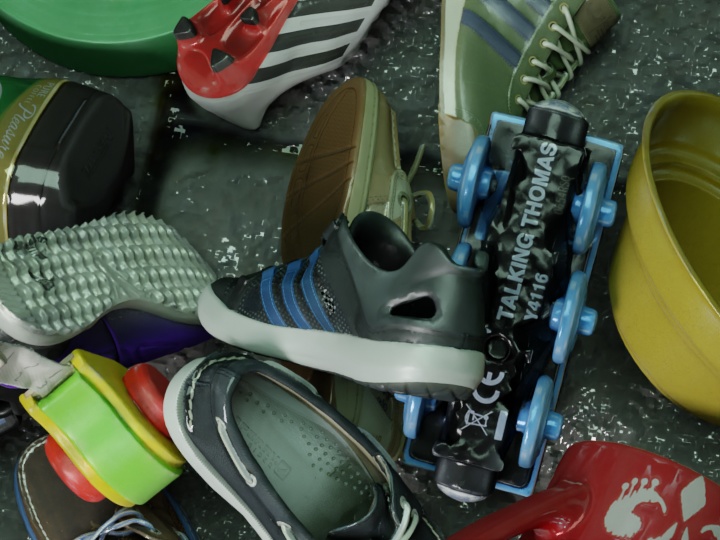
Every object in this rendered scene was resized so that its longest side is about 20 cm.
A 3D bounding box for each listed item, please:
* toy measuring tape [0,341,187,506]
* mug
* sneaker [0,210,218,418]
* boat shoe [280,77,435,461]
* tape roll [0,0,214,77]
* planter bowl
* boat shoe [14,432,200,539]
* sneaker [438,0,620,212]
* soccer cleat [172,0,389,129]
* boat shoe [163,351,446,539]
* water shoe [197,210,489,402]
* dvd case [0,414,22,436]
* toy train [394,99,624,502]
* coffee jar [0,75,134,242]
[{"bbox_3d":[-0.128,0.075,1.377,0.073,0.200,0.074,-3,81,16],"label":"toy measuring tape"},{"bbox_3d":[0.100,0.182,1.353,0.133,0.178,0.200,16,68,30],"label":"mug"},{"bbox_3d":[-0.149,0.029,1.454,0.100,0.200,0.070,-45,69,26],"label":"sneaker"},{"bbox_3d":[0.000,0.000,1.493,0.063,0.073,0.200,13,73,-27],"label":"boat shoe"},{"bbox_3d":[-0.125,-0.206,1.591,0.200,0.048,0.201,-3,69,7],"label":"tape roll"},{"bbox_3d":[0.182,0.015,1.422,0.083,0.200,0.201,-39,64,31],"label":"planter bowl"},{"bbox_3d":[-0.108,0.150,1.443,0.072,0.072,0.200,-40,69,-7],"label":"boat shoe"},{"bbox_3d":[0.091,-0.128,1.518,0.090,0.067,0.200,-2,66,13],"label":"sneaker"},{"bbox_3d":[-0.012,-0.154,1.531,0.200,0.085,0.069,-43,58,-2],"label":"soccer cleat"},{"bbox_3d":[-0.011,0.116,1.395,0.200,0.060,0.076,40,68,-20],"label":"boat shoe"},{"bbox_3d":[-0.003,0.010,1.375,0.200,0.071,0.079,13,92,52],"label":"water shoe"},{"bbox_3d":[-0.281,0.025,1.475,0.143,0.018,0.200,-28,94,3],"label":"dvd case"},{"bbox_3d":[0.076,0.014,1.425,0.087,0.114,0.200,14,93,8],"label":"toy train"},{"bbox_3d":[-0.223,-0.062,1.525,0.200,0.085,0.104,12,44,13],"label":"coffee jar"}]
